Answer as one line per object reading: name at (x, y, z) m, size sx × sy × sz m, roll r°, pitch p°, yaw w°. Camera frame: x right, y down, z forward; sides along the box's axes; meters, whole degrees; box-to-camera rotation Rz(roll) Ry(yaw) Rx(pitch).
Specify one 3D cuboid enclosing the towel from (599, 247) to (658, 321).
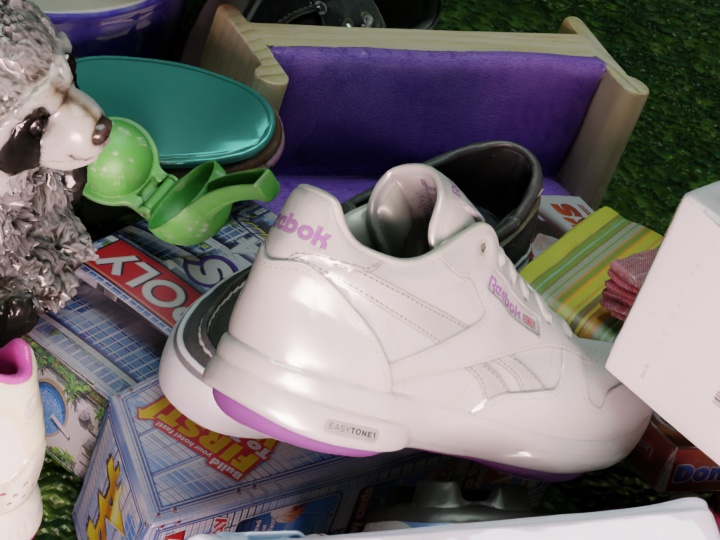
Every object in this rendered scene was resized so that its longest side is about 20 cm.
towel at (0.203, 0.047, 0.970) m, size 0.144 × 0.023 × 0.200 m, roll -16°, pitch 48°, yaw -42°

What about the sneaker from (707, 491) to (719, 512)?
sneaker at (0.180, 0.108, 1.012) m, size 0.082 × 0.077 × 0.200 m, roll -14°, pitch 38°, yaw -1°

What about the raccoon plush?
raccoon plush at (-0.182, -0.043, 0.918) m, size 0.200 × 0.134 × 0.097 m, roll -5°, pitch 44°, yaw 7°

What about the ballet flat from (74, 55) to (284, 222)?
ballet flat at (-0.132, -0.052, 1.054) m, size 0.200 × 0.071 × 0.069 m, roll 5°, pitch 49°, yaw -3°

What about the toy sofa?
toy sofa at (0.028, -0.057, 1.130) m, size 0.200 × 0.083 × 0.098 m, roll -1°, pitch 38°, yaw -30°

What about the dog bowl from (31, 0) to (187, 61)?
dog bowl at (-0.176, -0.136, 1.147) m, size 0.200 × 0.079 × 0.200 m, roll 13°, pitch 34°, yaw -9°

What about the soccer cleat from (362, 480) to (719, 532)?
soccer cleat at (0.094, 0.123, 0.924) m, size 0.200 × 0.086 × 0.070 m, roll 3°, pitch -7°, yaw -13°

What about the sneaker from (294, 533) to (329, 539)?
sneaker at (0.066, 0.160, 0.839) m, size 0.146 × 0.077 × 0.202 m, roll -14°, pitch 55°, yaw -24°

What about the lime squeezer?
lime squeezer at (-0.092, -0.043, 0.980) m, size 0.200 × 0.038 × 0.071 m, roll 28°, pitch -4°, yaw 39°

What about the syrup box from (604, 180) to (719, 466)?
syrup box at (0.188, 0.004, 0.931) m, size 0.200 × 0.079 × 0.081 m, roll -17°, pitch 49°, yaw -45°

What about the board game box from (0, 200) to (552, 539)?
board game box at (-0.055, 0.049, 0.963) m, size 0.200 × 0.062 × 0.200 m, roll 36°, pitch 36°, yaw 23°

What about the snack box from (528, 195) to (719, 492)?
snack box at (0.104, 0.026, 1.041) m, size 0.072 × 0.024 × 0.200 m, roll 1°, pitch 29°, yaw -29°

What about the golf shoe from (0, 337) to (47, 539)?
golf shoe at (-0.197, 0.029, 0.895) m, size 0.200 × 0.092 × 0.075 m, roll 21°, pitch 35°, yaw 5°

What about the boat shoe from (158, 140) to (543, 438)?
boat shoe at (0.000, 0.000, 0.953) m, size 0.069 × 0.057 × 0.200 m, roll 35°, pitch 37°, yaw 21°

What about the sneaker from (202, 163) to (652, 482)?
sneaker at (0.040, 0.019, 0.889) m, size 0.200 × 0.100 × 0.075 m, roll 9°, pitch 10°, yaw -45°

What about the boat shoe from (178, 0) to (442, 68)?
boat shoe at (-0.017, -0.115, 1.202) m, size 0.071 × 0.072 × 0.200 m, roll 25°, pitch 32°, yaw 15°

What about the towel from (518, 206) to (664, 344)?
towel at (0.155, 0.042, 0.989) m, size 0.200 × 0.018 × 0.086 m, roll 31°, pitch 37°, yaw 19°

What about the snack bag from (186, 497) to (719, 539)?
snack bag at (0.052, 0.154, 0.779) m, size 0.188 × 0.021 × 0.200 m, roll -3°, pitch 53°, yaw -13°
